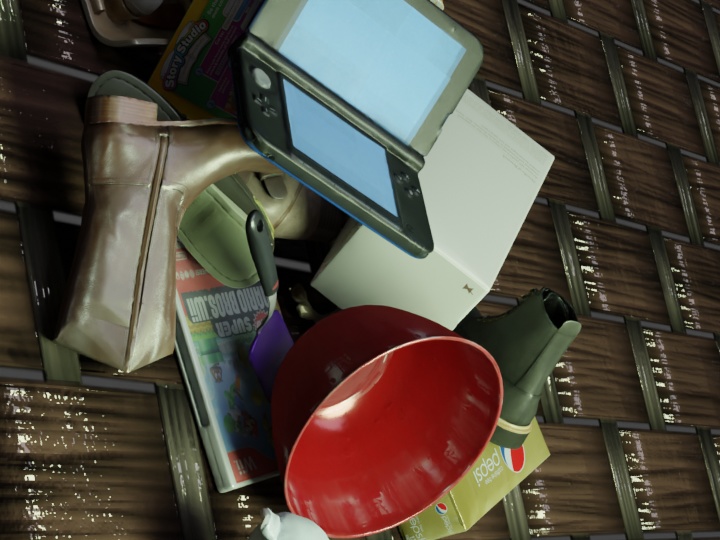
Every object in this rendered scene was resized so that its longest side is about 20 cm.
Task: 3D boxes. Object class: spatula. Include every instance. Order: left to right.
[{"bbox_3d":[-0.073,0.023,1.579,0.201,0.020,0.057,87,26,-49],"label":"spatula"}]

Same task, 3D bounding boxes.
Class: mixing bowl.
[{"bbox_3d":[0.004,0.103,1.611,0.200,0.200,0.109,31,14,-46],"label":"mixing bowl"}]

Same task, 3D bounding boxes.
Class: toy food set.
[{"bbox_3d":[-0.180,-0.277,1.667,0.143,0.060,0.202,-10,82,-59],"label":"toy food set"}]

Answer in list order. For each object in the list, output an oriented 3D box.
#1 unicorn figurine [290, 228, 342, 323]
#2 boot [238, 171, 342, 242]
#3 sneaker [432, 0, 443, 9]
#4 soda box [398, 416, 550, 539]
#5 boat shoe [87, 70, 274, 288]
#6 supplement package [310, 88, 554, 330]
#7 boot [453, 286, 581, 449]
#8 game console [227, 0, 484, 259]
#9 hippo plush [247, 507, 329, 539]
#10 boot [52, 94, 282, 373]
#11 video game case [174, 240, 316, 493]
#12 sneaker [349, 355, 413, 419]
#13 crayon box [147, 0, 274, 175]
[{"bbox_3d":[0.000,0.000,1.795,0.137,0.073,0.202,39,58,-41],"label":"unicorn figurine"},{"bbox_3d":[-0.082,-0.112,1.730,0.145,0.070,0.201,27,38,-34],"label":"boot"},{"bbox_3d":[0.014,-0.289,1.972,0.199,0.078,0.078,20,47,-54],"label":"sneaker"},{"bbox_3d":[0.098,0.181,1.834,0.200,0.067,0.065,-31,99,-59],"label":"soda box"},{"bbox_3d":[-0.141,-0.076,1.599,0.202,0.071,0.061,53,17,-8],"label":"boat shoe"},{"bbox_3d":[0.063,-0.044,1.726,0.119,0.121,0.201,37,42,-6],"label":"supplement package"},{"bbox_3d":[0.137,0.049,1.846,0.077,0.139,0.201,12,30,-31],"label":"boot"},{"bbox_3d":[0.008,-0.137,1.548,0.199,0.118,0.172,32,29,-32],"label":"game console"},{"bbox_3d":[-0.058,0.253,1.445,0.159,0.198,0.162,44,25,-71],"label":"hippo plush"},{"bbox_3d":[-0.135,-0.016,1.507,0.185,0.064,0.202,9,77,-25],"label":"boot"},{"bbox_3d":[-0.099,0.070,1.635,0.143,0.017,0.202,-9,81,-59],"label":"video game case"},{"bbox_3d":[0.031,0.117,1.779,0.074,0.080,0.200,48,5,27],"label":"sneaker"},{"bbox_3d":[-0.075,-0.195,1.626,0.201,0.118,0.058,-61,155,1],"label":"crayon box"}]
